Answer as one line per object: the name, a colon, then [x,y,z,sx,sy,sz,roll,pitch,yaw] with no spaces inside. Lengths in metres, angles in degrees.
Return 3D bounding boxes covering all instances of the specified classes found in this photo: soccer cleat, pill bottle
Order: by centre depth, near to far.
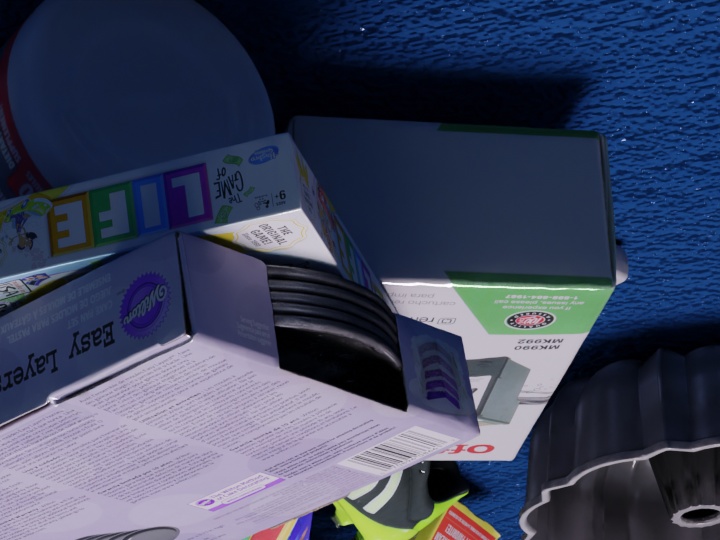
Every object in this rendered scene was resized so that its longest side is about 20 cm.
pill bottle: [-0.134,-0.028,1.223,0.119,0.120,0.200,13,148,-29]
soccer cleat: [-0.004,0.089,1.547,0.081,0.068,0.200,-31,145,7]

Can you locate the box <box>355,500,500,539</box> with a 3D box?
box: [0.004,0.221,1.657,0.050,0.200,0.075,22,168,35]

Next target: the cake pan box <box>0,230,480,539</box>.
cake pan box: [-0.078,0.059,1.143,0.200,0.052,0.184,-26,153,33]

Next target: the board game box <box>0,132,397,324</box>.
board game box: [-0.065,0.015,1.153,0.134,0.034,0.200,-14,155,9]

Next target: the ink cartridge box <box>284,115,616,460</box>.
ink cartridge box: [0.023,0.014,1.318,0.146,0.084,0.200,1,153,-10]

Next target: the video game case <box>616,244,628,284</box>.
video game case: [0.000,0.000,1.405,0.182,0.022,0.200,-26,145,37]

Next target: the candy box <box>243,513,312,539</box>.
candy box: [-0.093,0.174,1.477,0.077,0.169,0.200,30,166,6]

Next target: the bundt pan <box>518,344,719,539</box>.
bundt pan: [0.183,0.101,1.564,0.201,0.076,0.202,-2,153,-1]
